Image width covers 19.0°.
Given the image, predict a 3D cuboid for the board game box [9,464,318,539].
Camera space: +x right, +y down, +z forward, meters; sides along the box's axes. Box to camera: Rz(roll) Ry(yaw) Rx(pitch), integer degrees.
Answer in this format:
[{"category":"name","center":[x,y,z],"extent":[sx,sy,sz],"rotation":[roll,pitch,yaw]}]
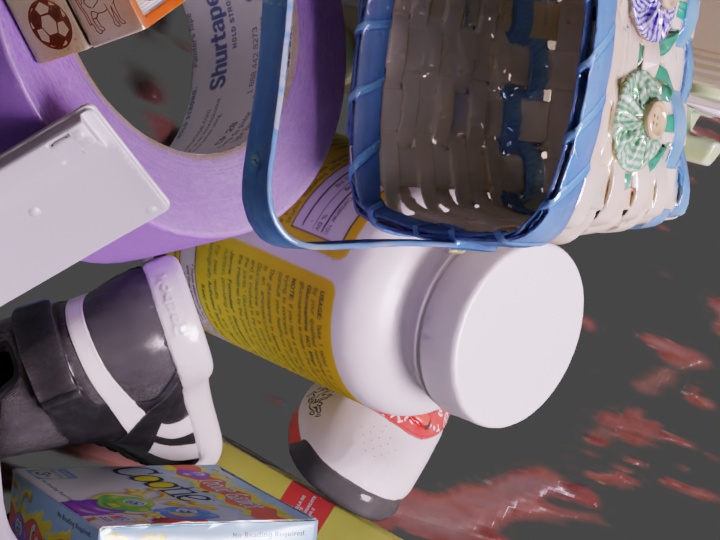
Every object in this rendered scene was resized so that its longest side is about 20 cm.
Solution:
[{"category":"board game box","center":[-0.095,0.194,0.936],"extent":[0.103,0.105,0.200],"rotation":[2,98,-30]}]

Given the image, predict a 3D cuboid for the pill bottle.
[{"category":"pill bottle","center":[0.000,0.000,0.989],"extent":[0.112,0.200,0.113],"rotation":[-21,122,-39]}]

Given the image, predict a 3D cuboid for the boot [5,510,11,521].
[{"category":"boot","center":[-0.137,0.195,1.048],"extent":[0.131,0.068,0.200],"rotation":[10,100,-60]}]

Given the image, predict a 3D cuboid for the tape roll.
[{"category":"tape roll","center":[-0.095,-0.106,0.885],"extent":[0.200,0.066,0.200],"rotation":[17,67,-46]}]

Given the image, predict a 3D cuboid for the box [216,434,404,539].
[{"category":"box","center":[-0.009,0.140,1.041],"extent":[0.075,0.200,0.050],"rotation":[36,83,-47]}]

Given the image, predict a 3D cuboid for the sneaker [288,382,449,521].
[{"category":"sneaker","center":[0.029,0.041,1.064],"extent":[0.108,0.067,0.201],"rotation":[-55,180,20]}]

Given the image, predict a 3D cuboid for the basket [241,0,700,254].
[{"category":"basket","center":[0.041,-0.093,0.846],"extent":[0.200,0.139,0.177],"rotation":[3,91,-36]}]

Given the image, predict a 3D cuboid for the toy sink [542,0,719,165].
[{"category":"toy sink","center":[0.175,-0.124,1.005],"extent":[0.130,0.112,0.200],"rotation":[13,95,-52]}]

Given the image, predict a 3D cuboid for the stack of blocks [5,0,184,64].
[{"category":"stack of blocks","center":[-0.072,-0.177,0.834],"extent":[0.200,0.059,0.115],"rotation":[-45,114,-45]}]

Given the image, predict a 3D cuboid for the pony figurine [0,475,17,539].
[{"category":"pony figurine","center":[-0.156,0.131,0.783],"extent":[0.166,0.200,0.193],"rotation":[-35,168,29]}]

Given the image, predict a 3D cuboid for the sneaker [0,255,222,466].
[{"category":"sneaker","center":[-0.126,0.054,0.971],"extent":[0.112,0.073,0.200],"rotation":[-17,160,-8]}]

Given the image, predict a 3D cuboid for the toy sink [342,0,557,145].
[{"category":"toy sink","center":[0.044,-0.148,1.029],"extent":[0.200,0.112,0.131],"rotation":[-20,120,-46]}]

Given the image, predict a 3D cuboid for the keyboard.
[{"category":"keyboard","center":[-0.170,0.005,0.821],"extent":[0.200,0.011,0.056],"rotation":[-29,130,10]}]
